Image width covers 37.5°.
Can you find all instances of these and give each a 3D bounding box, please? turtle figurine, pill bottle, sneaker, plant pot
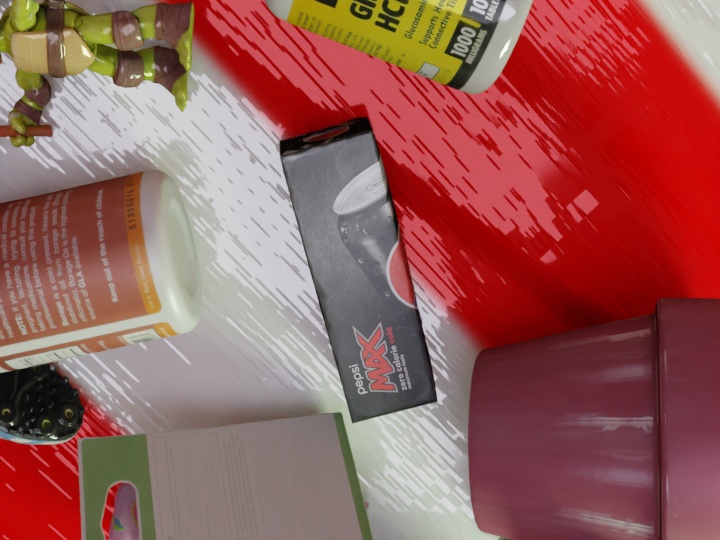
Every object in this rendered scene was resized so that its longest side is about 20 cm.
[{"bbox_3d":[-0.192,-0.141,0.695,0.158,0.065,0.202,2,141,-14],"label":"turtle figurine"},{"bbox_3d":[-0.216,0.005,0.722,0.196,0.112,0.114,-12,107,1],"label":"pill bottle"},{"bbox_3d":[0.007,-0.197,0.670,0.196,0.113,0.114,19,105,-8],"label":"pill bottle"},{"bbox_3d":[-0.302,0.092,0.776,0.196,0.073,0.073,13,145,-14],"label":"sneaker"},{"bbox_3d":[0.171,0.121,0.741,0.175,0.200,0.204,-2,108,15],"label":"plant pot"}]

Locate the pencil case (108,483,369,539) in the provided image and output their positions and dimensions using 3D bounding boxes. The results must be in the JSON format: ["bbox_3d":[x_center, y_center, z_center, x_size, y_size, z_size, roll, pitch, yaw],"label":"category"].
[{"bbox_3d":[-0.091,0.207,0.805,0.196,0.088,0.089,5,107,-5],"label":"pencil case"}]

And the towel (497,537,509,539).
[{"bbox_3d":[0.186,0.229,0.762,0.150,0.200,0.024,15,86,-6],"label":"towel"}]

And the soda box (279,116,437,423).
[{"bbox_3d":[0.000,0.000,0.755,0.069,0.063,0.204,-14,107,2],"label":"soda box"}]

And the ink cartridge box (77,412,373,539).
[{"bbox_3d":[-0.093,0.178,0.741,0.196,0.147,0.048,-5,139,-14],"label":"ink cartridge box"}]
